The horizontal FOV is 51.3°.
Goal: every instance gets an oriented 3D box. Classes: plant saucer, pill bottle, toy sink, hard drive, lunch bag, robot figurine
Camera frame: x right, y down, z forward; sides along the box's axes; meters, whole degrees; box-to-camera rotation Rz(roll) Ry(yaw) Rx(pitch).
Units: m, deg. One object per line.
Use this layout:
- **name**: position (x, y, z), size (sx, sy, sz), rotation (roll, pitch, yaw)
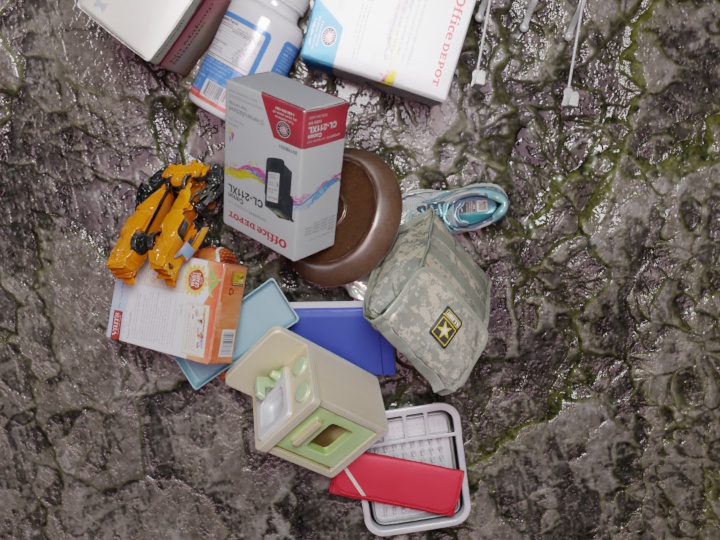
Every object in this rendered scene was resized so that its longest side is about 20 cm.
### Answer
- **plant saucer**: position (-0.178, 0.091, 1.063), size (0.199, 0.019, 0.070), rotation (-34, 90, 16)
- **pill bottle**: position (-0.145, -0.300, 1.024), size (0.111, 0.112, 0.202), rotation (28, 98, -6)
- **plant saucer**: position (-0.037, -0.081, 1.046), size (0.197, 0.034, 0.204), rotation (-8, 72, 26)
- **toy sink**: position (-0.078, 0.191, 1.058), size (0.199, 0.113, 0.130), rotation (33, 117, -32)
- **hard drive**: position (-0.050, 0.102, 1.098), size (0.196, 0.026, 0.133), rotation (-1, 129, 6)
- **lunch bag**: position (0.093, 0.047, 1.014), size (0.117, 0.202, 0.164), rotation (-25, 122, 33)
- **robot figurine**: position (-0.262, -0.072, 1.034), size (0.143, 0.202, 0.059), rotation (2, 140, 24)

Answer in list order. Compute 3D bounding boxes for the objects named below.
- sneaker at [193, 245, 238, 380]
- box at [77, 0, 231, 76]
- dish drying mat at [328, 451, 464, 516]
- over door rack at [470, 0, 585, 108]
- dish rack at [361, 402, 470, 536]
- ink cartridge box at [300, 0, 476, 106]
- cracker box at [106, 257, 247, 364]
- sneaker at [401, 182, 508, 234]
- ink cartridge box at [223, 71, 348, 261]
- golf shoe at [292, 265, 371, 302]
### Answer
- **sneaker**: position (-0.213, 0.063, 1.117), size (0.076, 0.073, 0.204), rotation (-1, 99, 24)
- **box**: position (-0.254, -0.342, 0.969), size (0.108, 0.200, 0.128), rotation (38, 98, -6)
- **dish drying mat**: position (0.055, 0.322, 1.138), size (0.197, 0.018, 0.078), rotation (12, 99, -3)
- **over door rack**: position (0.232, -0.325, 1.040), size (0.145, 0.067, 0.203), rotation (10, 79, -3)
- **dish rack**: position (0.078, 0.303, 1.166), size (0.169, 0.044, 0.204), rotation (-9, 100, 0)
- **ink cartridge box**: position (0.036, -0.321, 1.005), size (0.197, 0.146, 0.149), rotation (17, 99, -4)
- **cracker box**: position (-0.260, 0.045, 1.052), size (0.197, 0.057, 0.136), rotation (10, 90, 29)
- **sneaker**: position (0.119, -0.084, 1.078), size (0.197, 0.086, 0.079), rotation (-16, 99, 2)
- **ink cartridge box**: position (-0.101, -0.135, 0.971), size (0.145, 0.082, 0.203), rotation (27, 124, 32)
- **golf shoe**: position (0.000, 0.000, 1.099), size (0.198, 0.075, 0.093), rotation (25, 94, -7)
